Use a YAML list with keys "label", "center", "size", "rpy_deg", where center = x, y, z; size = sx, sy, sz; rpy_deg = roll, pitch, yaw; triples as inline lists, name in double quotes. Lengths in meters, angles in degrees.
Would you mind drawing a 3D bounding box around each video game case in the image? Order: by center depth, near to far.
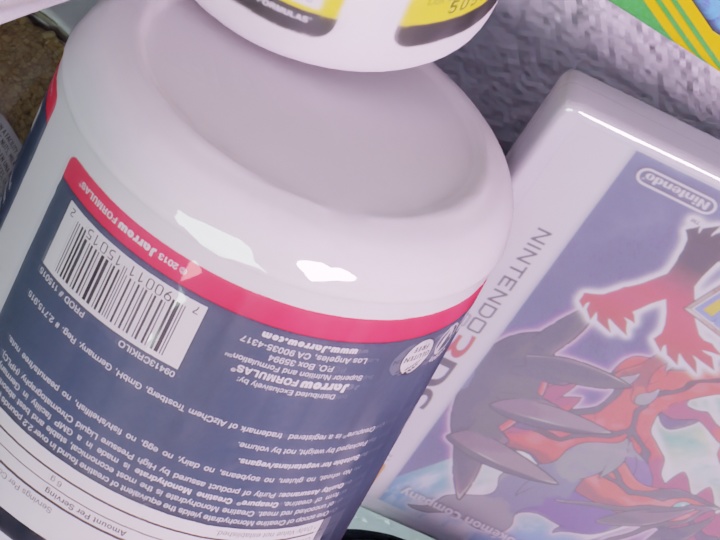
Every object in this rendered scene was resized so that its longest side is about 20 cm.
- label: "video game case"
  center: [0.108, 0.045, 0.945]
  size: [0.200, 0.023, 0.182]
  rpy_deg: [25, 128, -12]

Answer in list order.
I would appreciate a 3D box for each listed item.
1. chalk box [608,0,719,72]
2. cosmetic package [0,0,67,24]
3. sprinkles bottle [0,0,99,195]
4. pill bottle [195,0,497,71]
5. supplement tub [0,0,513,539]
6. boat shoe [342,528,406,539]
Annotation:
- label: "chalk box"
  center: [0.167, -0.103, 0.766]
  size: [0.200, 0.125, 0.124]
  rpy_deg: [32, 136, 1]
- label: "cosmetic package"
  center: [-0.143, -0.176, 0.776]
  size: [0.165, 0.165, 0.200]
  rpy_deg: [9, 101, 9]
- label: "sprinkles bottle"
  center: [-0.147, -0.024, 0.956]
  size: [0.068, 0.200, 0.068]
  rpy_deg: [16, 132, 18]
- label: "pill bottle"
  center: [0.017, -0.159, 0.812]
  size: [0.111, 0.111, 0.200]
  rpy_deg: [30, 136, 4]
- label: "supplement tub"
  center: [-0.053, 0.024, 0.898]
  size: [0.140, 0.140, 0.200]
  rpy_deg: [31, 123, 3]
- label: "boat shoe"
  center: [0.067, 0.148, 1.007]
  size: [0.200, 0.071, 0.091]
  rpy_deg: [38, 170, -23]
